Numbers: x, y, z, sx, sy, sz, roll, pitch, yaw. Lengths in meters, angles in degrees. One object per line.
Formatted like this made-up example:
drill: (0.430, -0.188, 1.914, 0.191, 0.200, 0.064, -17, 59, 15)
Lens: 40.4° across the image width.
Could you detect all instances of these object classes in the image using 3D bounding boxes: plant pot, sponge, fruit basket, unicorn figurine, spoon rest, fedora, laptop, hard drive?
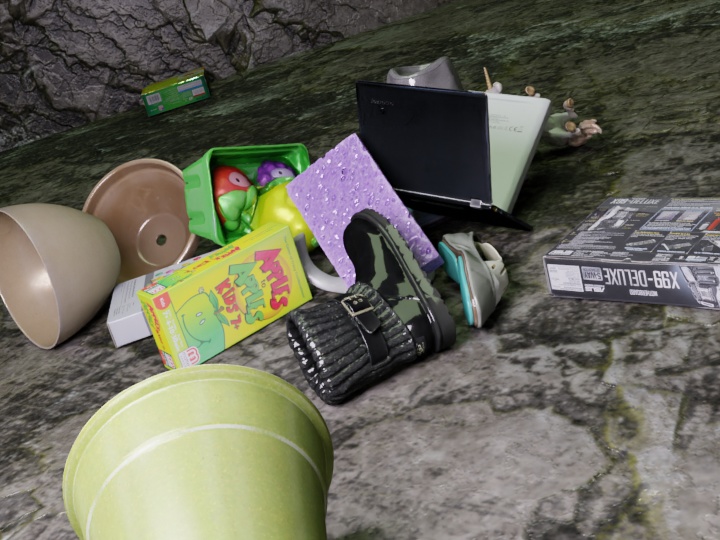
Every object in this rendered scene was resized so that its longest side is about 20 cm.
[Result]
plant pot: (-0.417, -0.009, 1.371, 0.133, 0.204, 0.198, -26, 21, -39)
sponge: (0.001, -0.056, 1.156, 0.111, 0.030, 0.201, -37, 63, 8)
fruit basket: (-0.130, -0.102, 1.401, 0.211, 0.159, 0.216, -6, 5, 1)
unicorn figurine: (0.254, -0.235, 1.463, 0.074, 0.199, 0.137, -52, -1, -6)
plant pot: (-0.092, 0.200, 0.637, 0.197, 0.202, 0.191, -19, 34, -5)
spoon rest: (0.000, 0.000, 1.218, 0.197, 0.062, 0.099, 12, 31, 29)
fedora: (0.097, -0.279, 1.525, 0.174, 0.092, 0.200, -5, 21, 27)
laptop: (0.105, -0.138, 1.201, 0.185, 0.118, 0.199, 14, -3, 35)
hard drive: (0.172, -0.161, 1.344, 0.130, 0.027, 0.202, 11, 59, 26)
plant pot: (-0.321, -0.060, 1.494, 0.197, 0.204, 0.093, -13, -19, 12)

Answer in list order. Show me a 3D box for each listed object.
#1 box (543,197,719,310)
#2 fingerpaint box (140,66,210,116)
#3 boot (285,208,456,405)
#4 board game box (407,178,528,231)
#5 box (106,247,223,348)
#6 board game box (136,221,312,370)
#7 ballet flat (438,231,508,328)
box: (0.313, -0.024, 1.016, 0.198, 0.050, 0.157, 3, 29, 43)
fingerpaint box: (-0.557, -0.544, 2.969, 0.197, 0.074, 0.167, -18, 22, -2)
boot: (-0.012, 0.030, 1.024, 0.156, 0.080, 0.212, -22, 46, -13)
board game box: (0.126, -0.125, 1.369, 0.198, 0.104, 0.020, -24, -23, -16)
box: (-0.244, 0.029, 1.344, 0.197, 0.042, 0.156, -18, 20, -4)
board game box: (-0.161, 0.030, 1.188, 0.198, 0.103, 0.047, -30, 24, -29)
ballet flat: (0.131, 0.001, 1.080, 0.063, 0.068, 0.200, -10, 21, -1)
